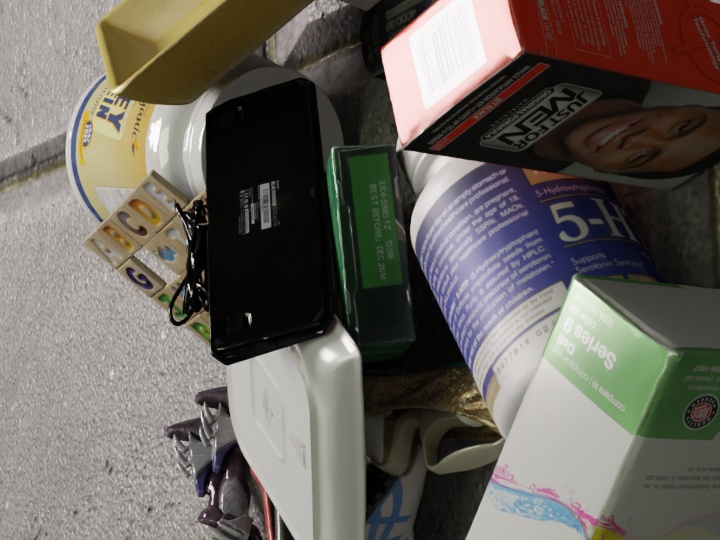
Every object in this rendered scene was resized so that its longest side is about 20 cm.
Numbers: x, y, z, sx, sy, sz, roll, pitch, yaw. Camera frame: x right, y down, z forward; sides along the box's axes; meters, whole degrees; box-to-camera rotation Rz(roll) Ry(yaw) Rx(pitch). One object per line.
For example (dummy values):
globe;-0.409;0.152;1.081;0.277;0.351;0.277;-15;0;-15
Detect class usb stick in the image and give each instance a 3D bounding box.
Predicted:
usb stick;0.045;-0.163;1.060;0.200;0.032;0.056;172;93;-70

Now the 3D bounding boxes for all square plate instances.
square plate;-0.048;0.082;1.045;0.198;0.028;0.202;-129;32;-50

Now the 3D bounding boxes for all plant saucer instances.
plant saucer;-0.087;-0.192;1.126;0.199;0.049;0.200;-38;24;4

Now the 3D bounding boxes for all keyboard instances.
keyboard;-0.065;-0.026;1.017;0.103;0.040;0.202;-14;51;12

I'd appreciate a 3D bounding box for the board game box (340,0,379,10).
board game box;0.044;-0.267;1.057;0.200;0.034;0.136;-26;50;61

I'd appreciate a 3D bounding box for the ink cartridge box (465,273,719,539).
ink cartridge box;0.145;0.112;0.837;0.087;0.144;0.202;39;117;47

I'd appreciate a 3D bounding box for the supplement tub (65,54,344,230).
supplement tub;-0.116;-0.088;1.219;0.199;0.143;0.146;6;91;54

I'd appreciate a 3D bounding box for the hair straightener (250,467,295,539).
hair straightener;-0.052;0.142;1.151;0.077;0.041;0.201;-53;28;39

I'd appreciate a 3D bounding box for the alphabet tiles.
alphabet tiles;-0.106;0.004;1.176;0.008;0.167;0.200;-55;11;-27

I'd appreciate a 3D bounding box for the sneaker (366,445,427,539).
sneaker;0.007;0.209;1.097;0.072;0.072;0.202;-143;74;-80

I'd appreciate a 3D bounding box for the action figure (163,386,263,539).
action figure;-0.097;0.192;1.219;0.131;0.069;0.202;116;149;-50

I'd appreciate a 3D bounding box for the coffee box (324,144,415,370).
coffee box;0.000;0.000;1.053;0.200;0.043;0.124;113;152;-78

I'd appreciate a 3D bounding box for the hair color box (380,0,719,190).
hair color box;0.120;-0.098;0.849;0.101;0.198;0.062;-35;59;46

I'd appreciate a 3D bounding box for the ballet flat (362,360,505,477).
ballet flat;0.037;0.095;1.029;0.199;0.070;0.066;-13;56;46

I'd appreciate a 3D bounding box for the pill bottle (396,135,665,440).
pill bottle;0.096;-0.010;0.939;0.120;0.119;0.201;-53;48;36
